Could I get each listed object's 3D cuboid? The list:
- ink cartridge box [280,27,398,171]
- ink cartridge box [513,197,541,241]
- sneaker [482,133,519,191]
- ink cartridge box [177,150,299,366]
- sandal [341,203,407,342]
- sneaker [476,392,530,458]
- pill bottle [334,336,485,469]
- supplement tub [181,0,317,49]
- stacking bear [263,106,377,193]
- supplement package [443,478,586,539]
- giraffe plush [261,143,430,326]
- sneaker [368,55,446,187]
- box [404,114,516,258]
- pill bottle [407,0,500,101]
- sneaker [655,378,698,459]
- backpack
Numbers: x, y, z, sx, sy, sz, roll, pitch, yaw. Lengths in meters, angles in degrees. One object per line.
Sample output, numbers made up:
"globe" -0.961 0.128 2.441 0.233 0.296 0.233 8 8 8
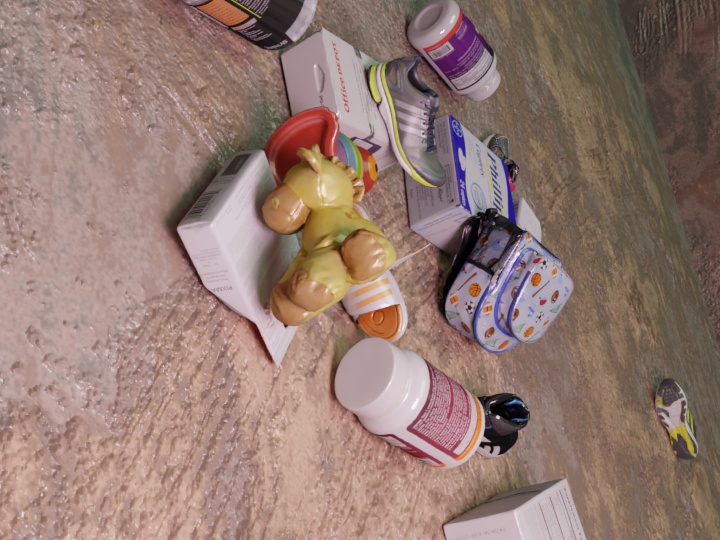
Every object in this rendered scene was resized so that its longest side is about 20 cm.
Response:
"ink cartridge box" -0.017 -0.243 1.323 0.199 0.084 0.146 14 59 -55
"ink cartridge box" 0.346 -0.021 1.785 0.200 0.057 0.163 46 37 -24
"sneaker" 0.275 -0.200 1.760 0.081 0.074 0.201 48 35 -29
"ink cartridge box" -0.125 -0.014 1.051 0.163 0.057 0.201 -66 147 -51
"sandal" -0.006 0.003 1.198 0.059 0.079 0.208 7 57 -54
"sneaker" 0.217 0.233 1.356 0.199 0.111 0.074 21 54 -51
"pill bottle" 0.064 0.170 1.156 0.200 0.114 0.115 38 42 -40
"supplement tub" -0.157 -0.370 1.135 0.199 0.122 0.124 19 55 -52
"stacking bear" -0.039 -0.136 1.199 0.200 0.113 0.123 -4 84 -69
"supplement package" 0.223 0.379 1.266 0.199 0.116 0.118 -1 72 -58
"giraffe plush" -0.040 -0.052 1.009 0.199 0.172 0.163 -30 87 -31
"sneaker" 0.082 -0.215 1.300 0.201 0.080 0.074 65 31 -10
"box" 0.170 -0.129 1.522 0.199 0.104 0.186 30 48 -47
"pill bottle" 0.185 -0.416 1.721 0.200 0.112 0.113 40 40 -38
"sneaker" 0.767 0.355 2.188 0.085 0.074 0.202 -26 102 -65
"backpack" 0.229 0.035 1.422 0.200 0.191 0.154 33 5 -44
